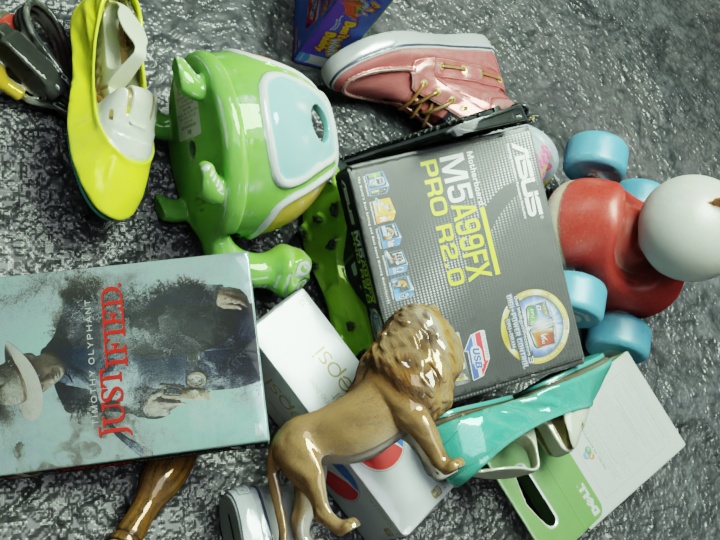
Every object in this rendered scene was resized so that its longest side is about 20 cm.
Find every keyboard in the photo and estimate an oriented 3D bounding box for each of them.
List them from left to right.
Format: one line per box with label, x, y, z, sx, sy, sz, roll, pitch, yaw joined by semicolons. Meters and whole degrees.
keyboard;0.068;-0.116;0.811;0.127;0.200;0.021;-16;96;-31

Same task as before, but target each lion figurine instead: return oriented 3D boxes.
lion figurine;-0.004;0.115;0.681;0.200;0.072;0.123;-29;75;-7

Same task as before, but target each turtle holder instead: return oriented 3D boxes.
turtle holder;-0.084;-0.084;0.750;0.131;0.141;0.186;-9;63;-29

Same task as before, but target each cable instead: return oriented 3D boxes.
cable;-0.243;-0.137;0.763;0.200;0.050;0.097;50;40;-17

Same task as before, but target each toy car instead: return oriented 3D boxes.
toy car;0.288;-0.026;0.870;0.177;0.200;0.185;35;61;-38

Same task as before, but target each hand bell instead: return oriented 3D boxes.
hand bell;-0.162;0.183;0.662;0.104;0.104;0.200;36;46;-11

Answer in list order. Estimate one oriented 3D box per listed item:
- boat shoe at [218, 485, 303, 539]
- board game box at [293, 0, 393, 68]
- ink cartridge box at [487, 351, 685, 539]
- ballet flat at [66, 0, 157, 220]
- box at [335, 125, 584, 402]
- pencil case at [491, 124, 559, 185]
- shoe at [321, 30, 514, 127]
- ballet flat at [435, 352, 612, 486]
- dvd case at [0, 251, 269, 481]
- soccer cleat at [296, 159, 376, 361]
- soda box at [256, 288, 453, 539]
boat shoe;-0.051;0.252;0.685;0.067;0.074;0.201;-3;72;-25
board game box;-0.015;-0.306;0.875;0.045;0.134;0.201;10;68;-24
ink cartridge box;0.190;0.166;0.851;0.200;0.059;0.104;-29;86;-32
ballet flat;-0.188;-0.138;0.731;0.067;0.067;0.200;20;51;-48
box;0.080;-0.002;0.765;0.160;0.044;0.201;-13;92;-14
pencil case;0.107;-0.053;0.875;0.083;0.091;0.200;26;55;17
shoe;0.063;-0.170;0.901;0.200;0.071;0.091;-13;72;-35
ballet flat;0.136;0.126;0.773;0.200;0.067;0.071;-15;78;-31
dvd case;-0.172;0.066;0.684;0.199;0.022;0.146;-6;74;-6
soccer cleat;0.000;0.000;0.818;0.081;0.067;0.201;-3;75;-44
soda box;-0.019;0.118;0.755;0.064;0.068;0.200;-39;92;-32
